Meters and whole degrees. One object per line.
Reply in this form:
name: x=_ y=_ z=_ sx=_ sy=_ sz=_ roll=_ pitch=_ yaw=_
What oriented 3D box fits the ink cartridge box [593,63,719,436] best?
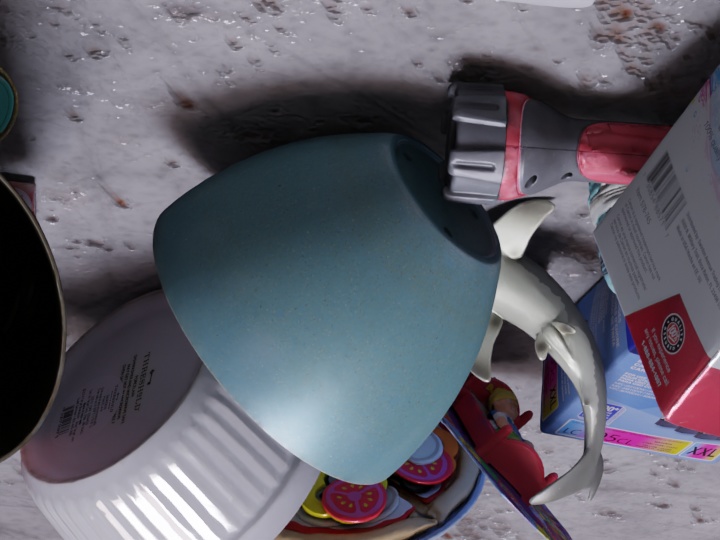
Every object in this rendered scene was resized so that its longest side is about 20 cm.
ink cartridge box: x=0.244 y=-0.025 z=1.297 sx=0.144 sy=0.146 sz=0.200 roll=15 pitch=128 yaw=-26

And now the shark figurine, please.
shark figurine: x=0.111 y=0.036 z=1.561 sx=0.128 sy=0.215 sz=0.089 roll=-39 pitch=-179 yaw=16

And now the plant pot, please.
plant pot: x=0.000 y=0.000 z=1.423 sx=0.135 sy=0.201 sz=0.200 roll=-40 pitch=136 yaw=21

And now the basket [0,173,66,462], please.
basket: x=-0.228 y=0.005 z=1.363 sx=0.135 sy=0.181 sz=0.200 roll=-20 pitch=-172 yaw=-3

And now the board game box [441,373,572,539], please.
board game box: x=0.089 y=0.100 z=1.640 sx=0.039 sy=0.200 sz=0.158 roll=-42 pitch=158 yaw=5

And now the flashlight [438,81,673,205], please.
flashlight: x=0.144 y=-0.065 z=1.388 sx=0.199 sy=0.068 sz=0.068 roll=4 pitch=141 yaw=-3

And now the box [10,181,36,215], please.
box: x=-0.253 y=0.027 z=1.572 sx=0.095 sy=0.100 sz=0.200 roll=5 pitch=155 yaw=-6

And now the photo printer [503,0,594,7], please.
photo printer: x=0.026 y=-0.190 z=1.135 sx=0.199 sy=0.070 sz=0.167 roll=5 pitch=154 yaw=-4

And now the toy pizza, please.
toy pizza: x=-0.016 y=0.124 z=1.677 sx=0.199 sy=0.201 sz=0.032 roll=1 pitch=123 yaw=4

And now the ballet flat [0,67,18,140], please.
ballet flat: x=-0.279 y=-0.112 z=1.337 sx=0.199 sy=0.071 sz=0.071 roll=19 pitch=149 yaw=-29

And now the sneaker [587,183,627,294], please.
sneaker: x=0.227 y=-0.004 z=1.481 sx=0.199 sy=0.087 sz=0.078 roll=9 pitch=154 yaw=-12

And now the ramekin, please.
ramekin: x=-0.125 y=0.104 z=1.614 sx=0.199 sy=0.201 sz=0.105 roll=-17 pitch=130 yaw=35

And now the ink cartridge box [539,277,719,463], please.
ink cartridge box: x=0.212 y=0.047 z=1.603 sx=0.136 sy=0.077 sz=0.200 roll=10 pitch=151 yaw=-16
